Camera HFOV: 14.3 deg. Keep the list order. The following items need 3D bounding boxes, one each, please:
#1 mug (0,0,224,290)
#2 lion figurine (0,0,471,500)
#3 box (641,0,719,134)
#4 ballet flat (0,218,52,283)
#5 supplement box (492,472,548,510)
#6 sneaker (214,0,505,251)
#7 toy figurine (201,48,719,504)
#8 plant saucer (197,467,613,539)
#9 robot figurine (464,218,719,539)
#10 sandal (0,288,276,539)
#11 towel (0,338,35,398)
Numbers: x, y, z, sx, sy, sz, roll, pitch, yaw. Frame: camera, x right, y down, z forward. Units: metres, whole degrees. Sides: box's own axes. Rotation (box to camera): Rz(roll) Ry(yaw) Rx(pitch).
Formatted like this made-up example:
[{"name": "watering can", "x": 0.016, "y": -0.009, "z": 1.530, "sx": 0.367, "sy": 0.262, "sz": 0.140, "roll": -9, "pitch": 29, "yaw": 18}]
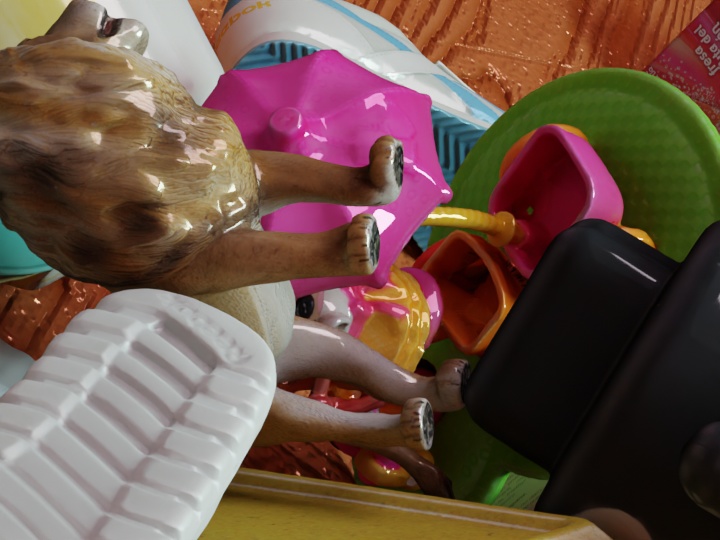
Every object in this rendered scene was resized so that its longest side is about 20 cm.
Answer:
[{"name": "mug", "x": -0.137, "y": -0.068, "z": 0.974, "sx": 0.186, "sy": 0.149, "sz": 0.153, "roll": -35, "pitch": 90, "yaw": -25}, {"name": "lion figurine", "x": -0.042, "y": 0.008, "z": 0.848, "sx": 0.073, "sy": 0.122, "sz": 0.200, "roll": -76, "pitch": 159, "yaw": -43}, {"name": "box", "x": 0.251, "y": -0.054, "z": 1.546, "sx": 0.100, "sy": 0.095, "sz": 0.200, "roll": -2, "pitch": 52, "yaw": -57}, {"name": "ballet flat", "x": -0.140, "y": -0.028, "z": 0.838, "sx": 0.063, "sy": 0.069, "sz": 0.200, "roll": 12, "pitch": 12, "yaw": 25}, {"name": "supplement box", "x": 0.094, "y": 0.129, "z": 1.062, "sx": 0.126, "sy": 0.074, "sz": 0.200, "roll": 40, "pitch": 27, "yaw": -13}, {"name": "sneaker", "x": 0.024, "y": -0.063, "z": 1.246, "sx": 0.200, "sy": 0.077, "sz": 0.081, "roll": 33, "pitch": 26, "yaw": -28}, {"name": "toy figurine", "x": 0.000, "y": 0.000, "z": 0.974, "sx": 0.184, "sy": 0.200, "sz": 0.150, "roll": 16, "pitch": 35, "yaw": -43}, {"name": "plant saucer", "x": -0.026, "y": 0.094, "z": 0.818, "sx": 0.200, "sy": 0.200, "sz": 0.049, "roll": -7, "pitch": 101, "yaw": -59}, {"name": "robot figurine", "x": 0.134, "y": 0.061, "z": 0.885, "sx": 0.200, "sy": 0.125, "sz": 0.150, "roll": 32, "pitch": 47, "yaw": 6}, {"name": "sandal", "x": -0.081, "y": 0.074, "z": 0.727, "sx": 0.082, "sy": 0.050, "sz": 0.203, "roll": 27, "pitch": 38, "yaw": 18}, {"name": "towel", "x": -0.174, "y": 0.017, "z": 0.809, "sx": 0.200, "sy": 0.024, "sz": 0.147, "roll": 30, "pitch": 21, "yaw": 22}]
